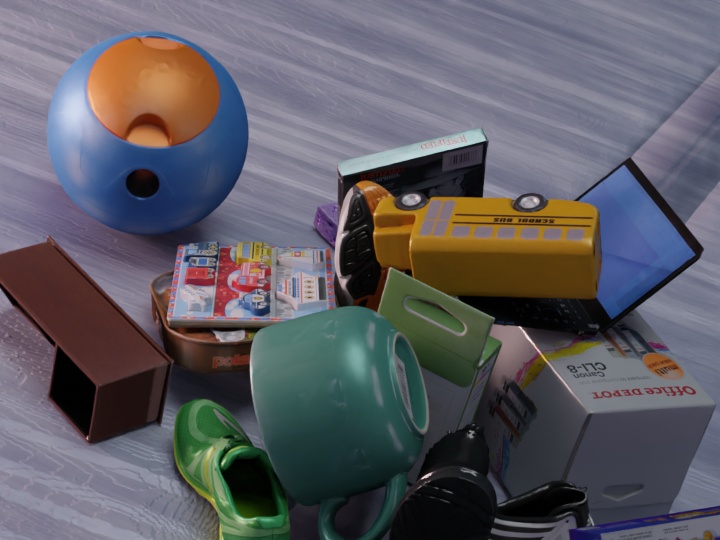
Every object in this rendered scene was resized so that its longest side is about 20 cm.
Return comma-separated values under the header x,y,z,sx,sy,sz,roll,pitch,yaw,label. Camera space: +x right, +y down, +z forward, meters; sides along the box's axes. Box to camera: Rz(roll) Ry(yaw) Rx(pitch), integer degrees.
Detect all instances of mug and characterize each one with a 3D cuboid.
x,y,z,sx,sy,sz,roll,pitch,yaw,label
-0.005,0.121,1.490,0.114,0.186,0.152,-16,21,14,mug

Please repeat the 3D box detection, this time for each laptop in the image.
x,y,z,sx,sy,sz,roll,pitch,yaw,label
0.176,-0.031,1.630,0.199,0.104,0.177,7,28,-22,laptop

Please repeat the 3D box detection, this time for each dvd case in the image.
x,y,z,sx,sy,sz,roll,pitch,yaw,label
0.048,-0.051,1.732,0.145,0.200,0.022,-15,57,-10,dvd case

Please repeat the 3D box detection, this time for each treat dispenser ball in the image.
x,y,z,sx,sy,sz,roll,pitch,yaw,label
-0.211,-0.136,1.785,0.200,0.202,0.201,12,32,-8,treat dispenser ball

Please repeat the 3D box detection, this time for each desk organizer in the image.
x,y,z,sx,sy,sz,roll,pitch,yaw,label
-0.257,0.060,1.589,0.077,0.072,0.200,-17,46,-39,desk organizer

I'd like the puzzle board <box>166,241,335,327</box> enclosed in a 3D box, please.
x,y,z,sx,sy,sz,roll,pitch,yaw,label
-0.100,0.010,1.675,0.150,0.018,0.200,0,20,-3,puzzle board

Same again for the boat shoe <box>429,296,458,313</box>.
x,y,z,sx,sy,sz,roll,pitch,yaw,label
0.087,0.052,1.769,0.069,0.074,0.200,22,23,12,boat shoe

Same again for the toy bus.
x,y,z,sx,sy,sz,roll,pitch,yaw,label
0.109,-0.020,1.566,0.199,0.065,0.078,1,37,14,toy bus

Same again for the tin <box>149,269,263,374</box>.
x,y,z,sx,sy,sz,roll,pitch,yaw,label
-0.131,0.044,1.654,0.111,0.042,0.200,-8,21,-11,tin

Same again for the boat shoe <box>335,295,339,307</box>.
x,y,z,sx,sy,sz,roll,pitch,yaw,label
-0.050,0.088,1.644,0.074,0.069,0.200,11,33,-10,boat shoe

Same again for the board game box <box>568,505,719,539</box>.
x,y,z,sx,sy,sz,roll,pitch,yaw,label
0.266,0.267,1.463,0.199,0.135,0.045,-4,0,-30,board game box

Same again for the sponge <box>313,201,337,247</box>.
x,y,z,sx,sy,sz,roll,pitch,yaw,label
0.059,-0.043,1.934,0.199,0.030,0.112,-13,43,-38,sponge

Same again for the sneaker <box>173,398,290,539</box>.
x,y,z,sx,sy,sz,roll,pitch,yaw,label
-0.098,0.168,1.486,0.074,0.084,0.200,-2,36,-27,sneaker

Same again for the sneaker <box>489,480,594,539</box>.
x,y,z,sx,sy,sz,roll,pitch,yaw,label
0.189,0.243,1.475,0.199,0.116,0.076,16,32,-6,sneaker

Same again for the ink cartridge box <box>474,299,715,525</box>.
x,y,z,sx,sy,sz,roll,pitch,yaw,label
0.197,0.121,1.639,0.145,0.145,0.200,-2,36,-29,ink cartridge box

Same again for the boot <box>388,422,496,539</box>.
x,y,z,sx,sy,sz,roll,pitch,yaw,label
0.071,0.185,1.444,0.073,0.199,0.163,23,39,4,boot

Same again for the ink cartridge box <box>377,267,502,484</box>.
x,y,z,sx,sy,sz,roll,pitch,yaw,label
0.056,0.087,1.572,0.103,0.201,0.059,27,35,16,ink cartridge box

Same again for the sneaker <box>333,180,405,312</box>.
x,y,z,sx,sy,sz,roll,pitch,yaw,label
0.000,0.000,1.699,0.075,0.201,0.092,-15,32,-19,sneaker
